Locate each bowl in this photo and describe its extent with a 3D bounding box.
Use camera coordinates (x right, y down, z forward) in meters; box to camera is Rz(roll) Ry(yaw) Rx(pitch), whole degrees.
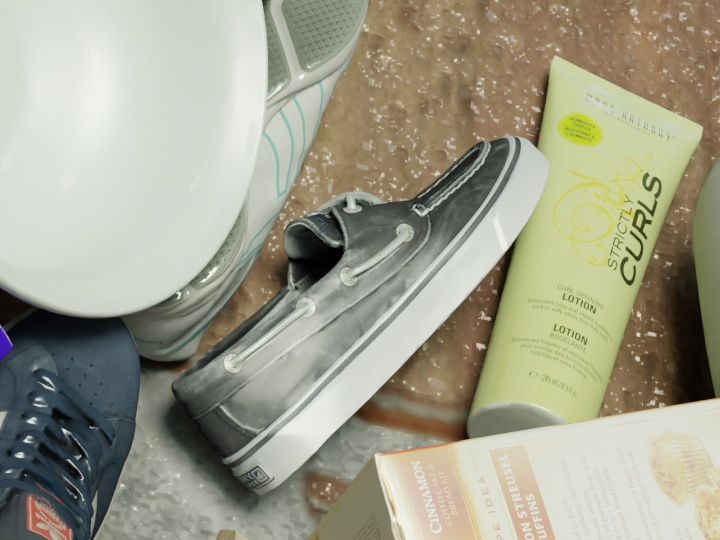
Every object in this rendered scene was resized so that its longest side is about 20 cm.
[{"bbox_3d":[-0.129,-0.080,0.881,0.200,0.090,0.203,10,78,-52],"label":"bowl"}]

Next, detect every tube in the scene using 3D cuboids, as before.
[{"bbox_3d":[0.093,-0.006,1.053,0.058,0.052,0.201,55,41,-37],"label":"tube"}]

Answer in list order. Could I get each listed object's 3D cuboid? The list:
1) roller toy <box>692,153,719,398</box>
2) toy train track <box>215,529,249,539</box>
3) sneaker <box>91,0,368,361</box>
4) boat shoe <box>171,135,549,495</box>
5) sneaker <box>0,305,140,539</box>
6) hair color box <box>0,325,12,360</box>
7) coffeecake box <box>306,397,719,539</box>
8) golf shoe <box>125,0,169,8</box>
[{"bbox_3d":[0.230,0.019,1.001,0.181,0.201,0.140,1,47,-3],"label":"roller toy"},{"bbox_3d":[-0.071,0.184,0.852,0.115,0.032,0.201,39,63,-33],"label":"toy train track"},{"bbox_3d":[-0.055,-0.053,0.999,0.070,0.080,0.201,22,61,9],"label":"sneaker"},{"bbox_3d":[0.000,0.000,0.996,0.068,0.072,0.200,48,64,-8],"label":"boat shoe"},{"bbox_3d":[-0.113,0.085,0.822,0.075,0.084,0.201,37,54,-20],"label":"sneaker"},{"bbox_3d":[-0.230,0.004,0.849,0.199,0.065,0.109,30,69,31],"label":"hair color box"},{"bbox_3d":[0.079,0.115,0.918,0.199,0.154,0.074,-8,66,-25],"label":"coffeecake box"},{"bbox_3d":[-0.088,-0.201,0.968,0.091,0.073,0.202,-9,85,1],"label":"golf shoe"}]
